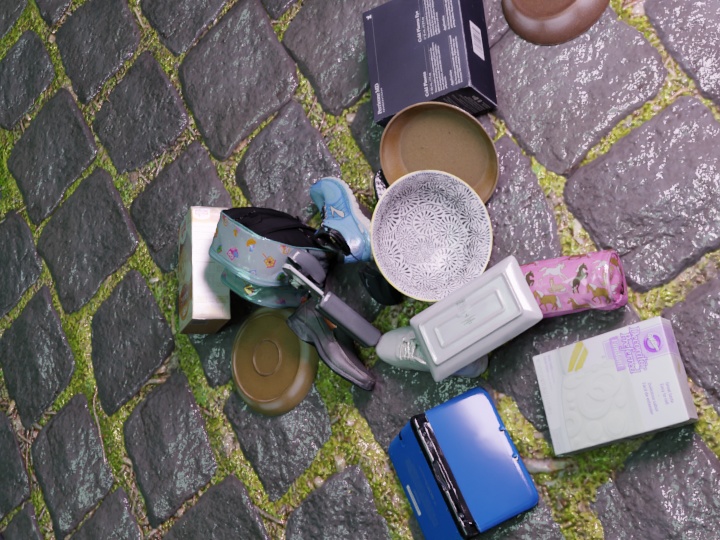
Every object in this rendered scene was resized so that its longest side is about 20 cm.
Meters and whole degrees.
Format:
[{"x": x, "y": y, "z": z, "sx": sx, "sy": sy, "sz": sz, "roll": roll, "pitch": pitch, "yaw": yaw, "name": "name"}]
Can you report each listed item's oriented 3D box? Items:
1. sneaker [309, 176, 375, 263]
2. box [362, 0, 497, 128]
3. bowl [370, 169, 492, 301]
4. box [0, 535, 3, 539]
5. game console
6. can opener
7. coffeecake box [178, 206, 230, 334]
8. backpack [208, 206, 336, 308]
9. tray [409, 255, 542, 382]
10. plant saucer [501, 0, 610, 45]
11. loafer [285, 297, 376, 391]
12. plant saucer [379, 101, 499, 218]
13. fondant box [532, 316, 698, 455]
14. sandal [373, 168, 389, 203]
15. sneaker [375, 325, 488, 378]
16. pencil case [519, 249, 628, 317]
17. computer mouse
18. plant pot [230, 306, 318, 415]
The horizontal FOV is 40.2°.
[{"x": -0.044, "y": -0.085, "z": 1.656, "sx": 0.201, "sy": 0.088, "sz": 0.079, "roll": 54, "pitch": 154, "yaw": 41, "name": "sneaker"}, {"x": 0.112, "y": -0.347, "z": 1.606, "sx": 0.179, "sy": 0.104, "sz": 0.204, "roll": -15, "pitch": 72, "yaw": 30, "name": "box"}, {"x": 0.101, "y": -0.050, "z": 1.552, "sx": 0.094, "sy": 0.197, "sz": 0.205, "roll": 159, "pitch": 119, "yaw": -76, "name": "bowl"}, {"x": -0.883, "y": 0.592, "z": 2.110, "sx": 0.201, "sy": 0.106, "sz": 0.149, "roll": -50, "pitch": 58, "yaw": 15, "name": "box"}, {"x": 0.153, "y": 0.314, "z": 1.513, "sx": 0.202, "sy": 0.116, "sz": 0.171, "roll": 65, "pitch": 147, "yaw": 25, "name": "game console"}, {"x": -0.043, "y": 0.042, "z": 1.598, "sx": 0.067, "sy": 0.199, "sz": 0.053, "roll": -54, "pitch": 9, "yaw": -16, "name": "can opener"}, {"x": -0.287, "y": 0.003, "z": 1.794, "sx": 0.153, "sy": 0.072, "sz": 0.204, "roll": 144, "pitch": 125, "yaw": -67, "name": "coffeecake box"}, {"x": -0.162, "y": -0.026, "z": 1.682, "sx": 0.175, "sy": 0.199, "sz": 0.155, "roll": 32, "pitch": 99, "yaw": 33, "name": "backpack"}, {"x": 0.164, "y": 0.072, "z": 1.453, "sx": 0.199, "sy": 0.022, "sz": 0.109, "roll": -34, "pitch": 66, "yaw": 25, "name": "tray"}, {"x": 0.304, "y": -0.459, "z": 1.548, "sx": 0.197, "sy": 0.036, "sz": 0.205, "roll": -8, "pitch": 76, "yaw": 33, "name": "plant saucer"}, {"x": -0.039, "y": 0.121, "z": 1.648, "sx": 0.200, "sy": 0.073, "sz": 0.073, "roll": 42, "pitch": 94, "yaw": 22, "name": "loafer"}, {"x": 0.127, "y": -0.180, "z": 1.560, "sx": 0.196, "sy": 0.036, "sz": 0.203, "roll": 12, "pitch": 126, "yaw": 16, "name": "plant saucer"}, {"x": 0.354, "y": 0.165, "z": 1.381, "sx": 0.197, "sy": 0.058, "sz": 0.147, "roll": -22, "pitch": 69, "yaw": 28, "name": "fondant box"}, {"x": 0.062, "y": -0.070, "z": 1.626, "sx": 0.074, "sy": 0.045, "sz": 0.204, "roll": -7, "pitch": 78, "yaw": -10, "name": "sandal"}, {"x": 0.100, "y": 0.124, "z": 1.549, "sx": 0.197, "sy": 0.080, "sz": 0.072, "roll": 4, "pitch": 85, "yaw": 36, "name": "sneaker"}, {"x": 0.289, "y": 0.027, "z": 1.437, "sx": 0.197, "sy": 0.083, "sz": 0.088, "roll": -13, "pitch": 107, "yaw": 31, "name": "pencil case"}, {"x": 0.000, "y": 0.000, "z": 1.574, "sx": 0.034, "sy": 0.200, "sz": 0.058, "roll": -52, "pitch": 36, "yaw": -10, "name": "computer mouse"}, {"x": -0.161, "y": 0.155, "z": 1.752, "sx": 0.197, "sy": 0.027, "sz": 0.204, "roll": -8, "pitch": 76, "yaw": 34, "name": "plant pot"}]
